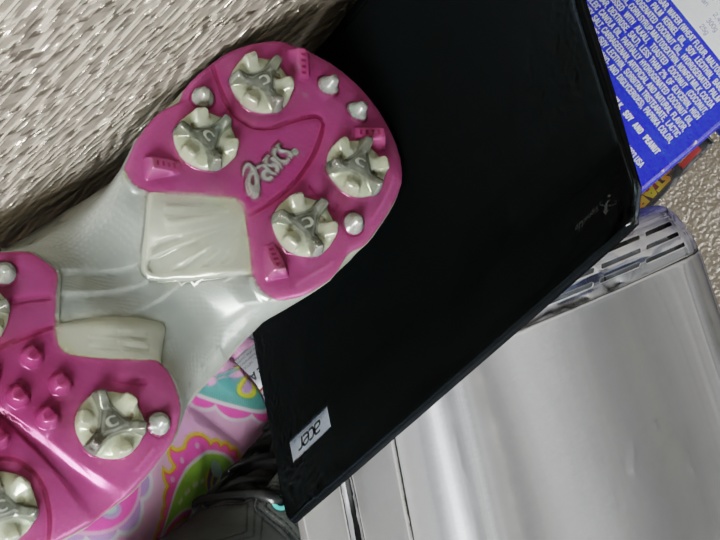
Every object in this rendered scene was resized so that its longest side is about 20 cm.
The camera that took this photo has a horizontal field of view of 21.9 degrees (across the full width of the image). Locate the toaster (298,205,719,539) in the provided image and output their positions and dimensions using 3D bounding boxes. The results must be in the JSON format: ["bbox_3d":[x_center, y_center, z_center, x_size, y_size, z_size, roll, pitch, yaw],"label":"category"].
[{"bbox_3d":[0.062,0.057,0.642,0.200,0.129,0.114,-20,-174,-37],"label":"toaster"}]

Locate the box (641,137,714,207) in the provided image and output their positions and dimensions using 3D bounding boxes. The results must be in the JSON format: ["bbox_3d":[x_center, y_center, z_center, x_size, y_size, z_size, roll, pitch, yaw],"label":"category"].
[{"bbox_3d":[0.080,-0.031,0.959,0.200,0.040,0.137,-47,-153,15],"label":"box"}]

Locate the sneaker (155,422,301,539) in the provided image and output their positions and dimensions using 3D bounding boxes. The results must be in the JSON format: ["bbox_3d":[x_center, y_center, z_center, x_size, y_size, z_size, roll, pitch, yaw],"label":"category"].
[{"bbox_3d":[-0.028,0.085,0.688,0.075,0.079,0.200,-3,-175,34],"label":"sneaker"}]

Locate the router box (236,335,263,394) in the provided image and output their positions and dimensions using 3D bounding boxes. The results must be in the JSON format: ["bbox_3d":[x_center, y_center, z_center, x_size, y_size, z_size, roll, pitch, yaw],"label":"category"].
[{"bbox_3d":[-0.097,0.078,0.955,0.200,0.049,0.179,-42,175,8],"label":"router box"}]

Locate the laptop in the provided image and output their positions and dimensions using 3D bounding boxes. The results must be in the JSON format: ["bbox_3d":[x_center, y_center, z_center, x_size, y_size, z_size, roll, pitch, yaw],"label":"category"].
[{"bbox_3d":[0.045,-0.051,0.544,0.200,0.103,0.177,-38,175,-43],"label":"laptop"}]

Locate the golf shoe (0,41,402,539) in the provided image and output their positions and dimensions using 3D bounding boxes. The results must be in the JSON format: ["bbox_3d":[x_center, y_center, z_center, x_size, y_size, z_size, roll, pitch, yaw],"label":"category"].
[{"bbox_3d":[-0.074,0.022,0.480,0.200,0.075,0.092,-37,178,-28],"label":"golf shoe"}]

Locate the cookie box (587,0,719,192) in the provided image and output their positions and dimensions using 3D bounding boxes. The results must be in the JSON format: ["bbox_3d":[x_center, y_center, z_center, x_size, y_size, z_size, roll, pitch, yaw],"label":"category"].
[{"bbox_3d":[0.128,-0.110,0.709,0.200,0.075,0.171,-40,-174,-2],"label":"cookie box"}]

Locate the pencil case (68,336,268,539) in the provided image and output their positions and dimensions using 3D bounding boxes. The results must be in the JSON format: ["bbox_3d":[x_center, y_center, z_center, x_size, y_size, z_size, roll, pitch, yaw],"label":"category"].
[{"bbox_3d":[-0.114,0.086,0.671,0.200,0.087,0.087,-36,174,-47],"label":"pencil case"}]

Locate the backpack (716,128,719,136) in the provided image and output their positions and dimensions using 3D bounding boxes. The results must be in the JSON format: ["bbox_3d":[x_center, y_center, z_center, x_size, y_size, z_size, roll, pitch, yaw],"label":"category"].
[{"bbox_3d":[0.237,-0.146,0.974,0.168,0.163,0.200,-31,-173,-10],"label":"backpack"}]
